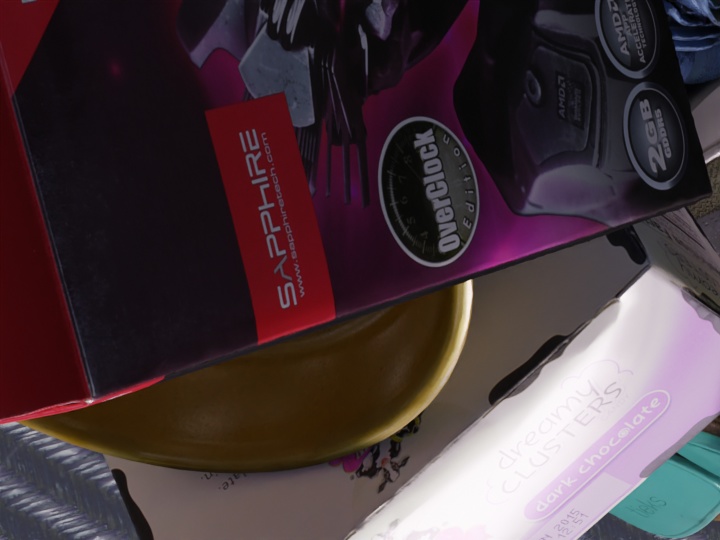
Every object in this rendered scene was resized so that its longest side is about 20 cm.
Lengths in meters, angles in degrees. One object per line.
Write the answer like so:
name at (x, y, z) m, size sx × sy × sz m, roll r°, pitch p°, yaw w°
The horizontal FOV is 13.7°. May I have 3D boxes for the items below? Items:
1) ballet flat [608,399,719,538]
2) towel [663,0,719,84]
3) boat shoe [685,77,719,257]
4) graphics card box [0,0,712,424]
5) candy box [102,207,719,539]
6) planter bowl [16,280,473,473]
ballet flat at (0.115, 0.036, 0.876) m, size 0.068 × 0.073 × 0.200 m, roll 27°, pitch 169°, yaw -4°
towel at (0.053, -0.094, 0.782) m, size 0.049 × 0.112 × 0.200 m, roll -55°, pitch 171°, yaw 15°
boat shoe at (0.089, -0.007, 0.918) m, size 0.202 × 0.065 × 0.074 m, roll -39°, pitch -177°, yaw 22°
graphics card box at (-0.016, -0.051, 0.599) m, size 0.051 × 0.126 × 0.200 m, roll -14°, pitch -178°, yaw 41°
candy box at (0.000, 0.000, 0.850) m, size 0.168 × 0.200 × 0.071 m, roll -42°, pitch 137°, yaw 16°
planter bowl at (-0.055, -0.045, 0.760) m, size 0.200 × 0.201 × 0.084 m, roll -14°, pitch -143°, yaw 37°
